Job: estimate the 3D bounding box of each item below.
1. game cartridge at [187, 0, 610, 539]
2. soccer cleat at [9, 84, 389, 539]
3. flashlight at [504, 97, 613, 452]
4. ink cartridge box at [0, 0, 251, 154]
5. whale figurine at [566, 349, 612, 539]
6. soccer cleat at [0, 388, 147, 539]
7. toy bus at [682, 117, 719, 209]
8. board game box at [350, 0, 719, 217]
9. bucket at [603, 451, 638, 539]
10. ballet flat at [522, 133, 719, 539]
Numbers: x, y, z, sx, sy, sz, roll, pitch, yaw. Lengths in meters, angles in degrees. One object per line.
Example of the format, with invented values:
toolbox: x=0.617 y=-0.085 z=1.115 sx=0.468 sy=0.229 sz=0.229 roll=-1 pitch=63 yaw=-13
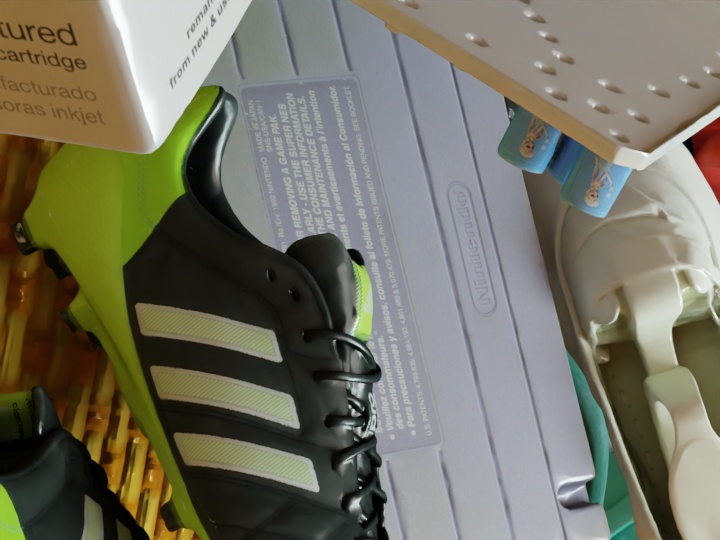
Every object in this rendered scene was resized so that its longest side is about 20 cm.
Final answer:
game cartridge: x=0.000 y=0.000 z=0.890 sx=0.129 sy=0.038 sz=0.201 roll=-8 pitch=81 yaw=-34
soccer cleat: x=-0.022 y=0.040 z=0.803 sx=0.201 sy=0.081 sz=0.068 roll=60 pitch=4 yaw=12
flashlight: x=0.070 y=0.003 z=1.051 sx=0.068 sy=0.068 sz=0.200 roll=-57 pitch=147 yaw=-7
ink cartridge box: x=-0.110 y=-0.131 z=0.578 sx=0.201 sy=0.145 sz=0.084 roll=75 pitch=33 yaw=-43
whale figurine: x=0.045 y=0.093 z=1.011 sx=0.104 sy=0.159 sz=0.201 roll=-41 pitch=118 yaw=-31
soccer cleat: x=-0.086 y=0.078 z=0.804 sx=0.200 sy=0.067 sz=0.082 roll=31 pitch=56 yaw=-66
toy bus: x=0.156 y=-0.045 z=1.055 sx=0.192 sy=0.135 sz=0.201 roll=-58 pitch=141 yaw=-46
board game box: x=0.027 y=-0.096 z=0.872 sx=0.026 sy=0.199 sz=0.200 roll=-64 pitch=166 yaw=24
bucket: x=0.108 y=0.125 z=1.214 sx=0.207 sy=0.134 sz=0.209 roll=8 pitch=90 yaw=-67
ballet flat: x=0.101 y=0.030 z=0.932 sx=0.069 sy=0.069 sz=0.201 roll=-8 pitch=80 yaw=-67
